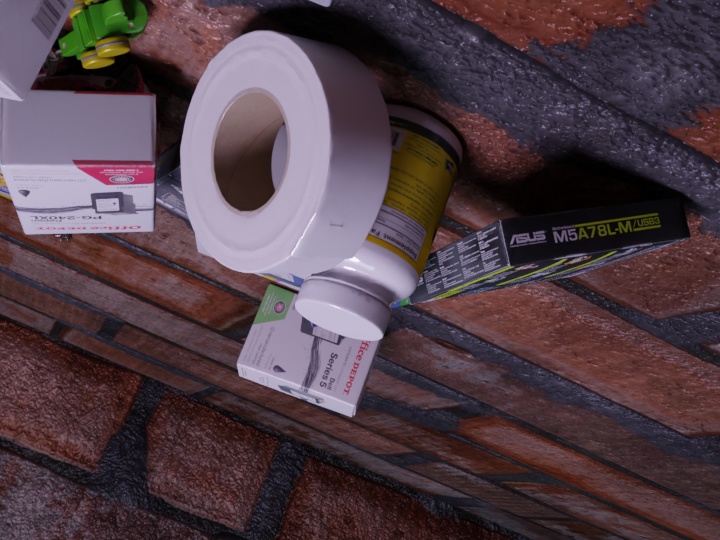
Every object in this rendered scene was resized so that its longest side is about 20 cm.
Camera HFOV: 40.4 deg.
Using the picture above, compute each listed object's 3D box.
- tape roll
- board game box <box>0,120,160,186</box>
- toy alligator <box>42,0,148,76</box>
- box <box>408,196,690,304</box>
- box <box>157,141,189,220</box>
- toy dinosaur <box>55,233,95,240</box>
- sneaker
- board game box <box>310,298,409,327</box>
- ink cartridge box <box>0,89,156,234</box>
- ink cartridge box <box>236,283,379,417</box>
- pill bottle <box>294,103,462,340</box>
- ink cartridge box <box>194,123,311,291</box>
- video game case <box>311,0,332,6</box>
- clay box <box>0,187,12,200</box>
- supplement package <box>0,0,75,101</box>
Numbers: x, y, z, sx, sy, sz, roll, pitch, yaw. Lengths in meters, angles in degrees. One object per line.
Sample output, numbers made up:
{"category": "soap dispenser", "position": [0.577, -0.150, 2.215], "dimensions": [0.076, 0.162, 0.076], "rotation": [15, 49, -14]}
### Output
{"category": "tape roll", "position": [-0.067, -0.096, 0.825], "dimensions": [0.202, 0.203, 0.071], "rotation": [1, 180, 45]}
{"category": "board game box", "position": [-0.348, -0.138, 1.130], "dimensions": [0.200, 0.046, 0.151], "rotation": [3, 165, -26]}
{"category": "toy alligator", "position": [-0.243, -0.221, 0.915], "dimensions": [0.054, 0.059, 0.200], "rotation": [-16, -176, -34]}
{"category": "box", "position": [0.165, -0.016, 0.910], "dimensions": [0.193, 0.048, 0.200], "rotation": [-6, 172, -22]}
{"category": "box", "position": [-0.155, -0.084, 1.204], "dimensions": [0.200, 0.048, 0.158], "rotation": [28, 159, -23]}
{"category": "toy dinosaur", "position": [-0.355, -0.099, 1.271], "dimensions": [0.200, 0.077, 0.102], "rotation": [1, 139, -18]}
{"category": "sneaker", "position": [-0.314, -0.189, 1.031], "dimensions": [0.200, 0.081, 0.075], "rotation": [15, 163, 14]}
{"category": "board game box", "position": [0.000, 0.000, 1.160], "dimensions": [0.135, 0.034, 0.200], "rotation": [-13, 155, -6]}
{"category": "ink cartridge box", "position": [-0.284, -0.106, 1.013], "dimensions": [0.145, 0.083, 0.200], "rotation": [-2, 163, -12]}
{"category": "ink cartridge box", "position": [-0.078, 0.128, 1.564], "dimensions": [0.200, 0.146, 0.084], "rotation": [19, 160, 3]}
{"category": "pill bottle", "position": [0.014, -0.043, 0.901], "dimensions": [0.112, 0.200, 0.112], "rotation": [19, 162, 6]}
{"category": "ink cartridge box", "position": [-0.054, -0.058, 1.015], "dimensions": [0.200, 0.145, 0.088], "rotation": [21, 163, -3]}
{"category": "video game case", "position": [-0.097, -0.270, 0.663], "dimensions": [0.200, 0.022, 0.182], "rotation": [21, 161, -4]}
{"category": "clay box", "position": [-0.505, -0.138, 1.428], "dimensions": [0.200, 0.048, 0.115], "rotation": [23, 162, -3]}
{"category": "supplement package", "position": [-0.355, -0.251, 0.783], "dimensions": [0.200, 0.152, 0.151], "rotation": [13, 161, 22]}
